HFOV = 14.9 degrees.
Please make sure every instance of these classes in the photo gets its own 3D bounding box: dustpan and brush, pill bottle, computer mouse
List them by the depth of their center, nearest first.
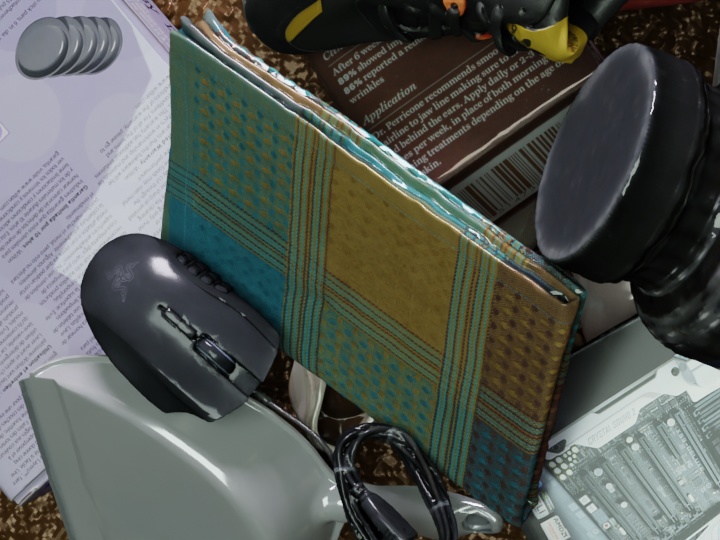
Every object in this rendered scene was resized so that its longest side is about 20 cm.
[{"bbox_3d":[0.171,-0.007,1.011,0.199,0.112,0.112,22,100,-17],"label":"pill bottle"},{"bbox_3d":[-0.038,0.054,1.111,0.200,0.034,0.059,38,85,17],"label":"computer mouse"},{"bbox_3d":[-0.037,0.099,1.167,0.199,0.057,0.140,13,134,31],"label":"dustpan and brush"}]

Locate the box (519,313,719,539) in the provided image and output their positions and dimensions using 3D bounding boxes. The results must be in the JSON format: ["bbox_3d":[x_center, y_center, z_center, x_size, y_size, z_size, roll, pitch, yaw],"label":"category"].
[{"bbox_3d":[0.158,0.107,1.112,0.157,0.050,0.200,-29,86,15],"label":"box"}]

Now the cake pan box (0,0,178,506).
[{"bbox_3d":[-0.141,-0.024,1.220,0.200,0.052,0.184,-44,79,13],"label":"cake pan box"}]

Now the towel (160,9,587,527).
[{"bbox_3d":[0.000,0.000,1.087,0.200,0.022,0.147,36,145,22],"label":"towel"}]

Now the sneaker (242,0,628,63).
[{"bbox_3d":[0.046,-0.111,1.027,0.200,0.070,0.090,-23,65,21],"label":"sneaker"}]

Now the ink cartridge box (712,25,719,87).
[{"bbox_3d":[0.237,-0.100,1.026,0.199,0.145,0.085,7,61,5],"label":"ink cartridge box"}]

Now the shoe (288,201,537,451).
[{"bbox_3d":[0.032,-0.007,1.166,0.070,0.053,0.200,30,102,1],"label":"shoe"}]

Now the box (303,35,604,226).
[{"bbox_3d":[0.020,-0.116,1.126,0.100,0.075,0.200,-34,66,8],"label":"box"}]

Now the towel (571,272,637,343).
[{"bbox_3d":[0.195,0.048,1.140,0.190,0.032,0.201,-15,89,15],"label":"towel"}]

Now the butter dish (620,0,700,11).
[{"bbox_3d":[0.146,-0.213,1.081,0.199,0.148,0.200,-6,90,16],"label":"butter dish"}]
